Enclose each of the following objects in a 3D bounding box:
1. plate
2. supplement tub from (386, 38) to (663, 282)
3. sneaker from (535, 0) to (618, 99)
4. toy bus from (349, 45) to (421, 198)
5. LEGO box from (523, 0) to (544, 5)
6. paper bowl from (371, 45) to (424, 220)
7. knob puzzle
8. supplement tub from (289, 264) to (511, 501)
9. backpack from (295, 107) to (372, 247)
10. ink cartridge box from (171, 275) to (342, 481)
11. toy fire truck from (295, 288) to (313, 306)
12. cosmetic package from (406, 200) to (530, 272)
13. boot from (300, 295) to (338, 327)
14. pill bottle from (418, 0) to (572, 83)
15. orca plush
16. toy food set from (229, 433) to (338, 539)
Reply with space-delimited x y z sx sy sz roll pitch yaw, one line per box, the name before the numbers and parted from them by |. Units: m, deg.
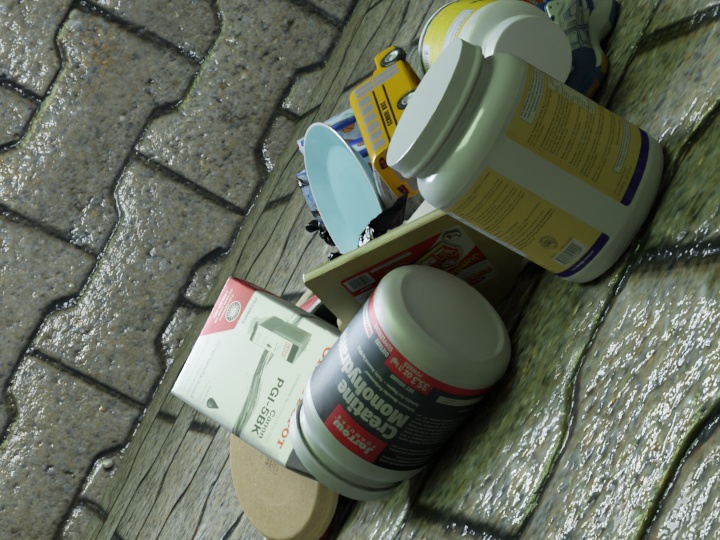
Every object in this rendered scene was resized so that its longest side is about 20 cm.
plate | -0.008 -0.083 1.895 0.026 0.200 0.200 -24 -2 -20
supplement tub | 0.138 -0.094 1.366 0.145 0.200 0.145 -57 12 19
sneaker | 0.208 -0.232 1.682 0.075 0.088 0.200 -48 18 42
toy bus | 0.041 -0.156 1.659 0.078 0.065 0.200 -35 30 10
LEGO box | 0.167 -0.289 2.020 0.200 0.077 0.149 -50 16 43
paper bowl | 0.089 -0.157 1.842 0.201 0.104 0.201 0 -90 -70
knob puzzle | 0.063 0.006 1.539 0.220 0.219 0.030 -52 43 40
supplement tub | 0.034 0.106 1.499 0.200 0.140 0.140 -54 13 33
backpack | 0.022 -0.137 2.025 0.200 0.154 0.190 -34 17 -17
ink cartridge box | -0.082 0.112 1.680 0.200 0.083 0.147 26 89 43
toy fire truck | -0.036 0.041 1.983 0.049 0.141 0.200 27 88 34
cosmetic package | 0.129 -0.057 1.572 0.200 0.103 0.087 -53 16 43
boot | -0.037 0.052 1.833 0.200 0.072 0.144 -38 8 39
pill bottle | 0.137 -0.215 1.615 0.111 0.111 0.200 -61 18 2
orca plush | 0.000 0.000 1.634 0.200 0.071 0.105 97 -177 -63
toy food set | -0.078 0.204 1.767 0.198 0.049 0.200 8 99 51
